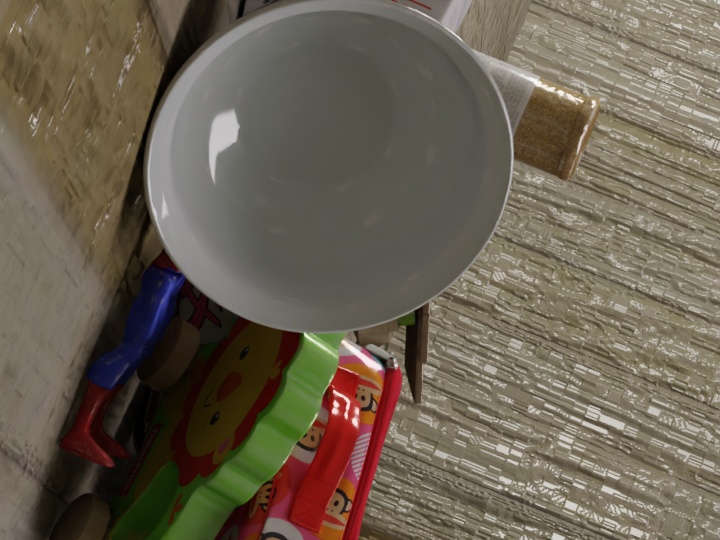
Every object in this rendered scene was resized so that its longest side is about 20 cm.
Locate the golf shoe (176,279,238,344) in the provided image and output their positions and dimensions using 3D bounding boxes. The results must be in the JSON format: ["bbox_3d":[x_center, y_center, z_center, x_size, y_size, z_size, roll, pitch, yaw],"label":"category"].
[{"bbox_3d":[-0.068,0.007,1.691,0.092,0.073,0.200,-116,-150,-51],"label":"golf shoe"}]

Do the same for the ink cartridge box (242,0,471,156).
[{"bbox_3d":[0.004,-0.170,1.607,0.068,0.116,0.200,105,8,-49],"label":"ink cartridge box"}]

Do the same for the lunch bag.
[{"bbox_3d":[-0.044,0.133,1.641,0.176,0.082,0.200,-49,-161,48],"label":"lunch bag"}]

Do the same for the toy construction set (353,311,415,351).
[{"bbox_3d":[0.000,0.000,1.784,0.131,0.092,0.200,-116,-144,-76],"label":"toy construction set"}]

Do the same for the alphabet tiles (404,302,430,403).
[{"bbox_3d":[0.040,-0.003,1.862,0.200,0.006,0.167,-102,-165,-81],"label":"alphabet tiles"}]

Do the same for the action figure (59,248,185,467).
[{"bbox_3d":[-0.092,0.022,1.564,0.065,0.099,0.200,-33,142,-83],"label":"action figure"}]

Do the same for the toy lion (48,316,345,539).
[{"bbox_3d":[-0.086,0.099,1.602,0.192,0.069,0.200,-9,-129,62],"label":"toy lion"}]

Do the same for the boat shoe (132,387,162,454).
[{"bbox_3d":[-0.088,0.043,1.800,0.070,0.070,0.200,107,6,-78],"label":"boat shoe"}]

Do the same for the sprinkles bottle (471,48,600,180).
[{"bbox_3d":[0.077,-0.134,2.038,0.068,0.200,0.068,22,90,-84],"label":"sprinkles bottle"}]

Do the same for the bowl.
[{"bbox_3d":[-0.021,-0.073,1.502,0.090,0.201,0.201,-103,-150,-63],"label":"bowl"}]
